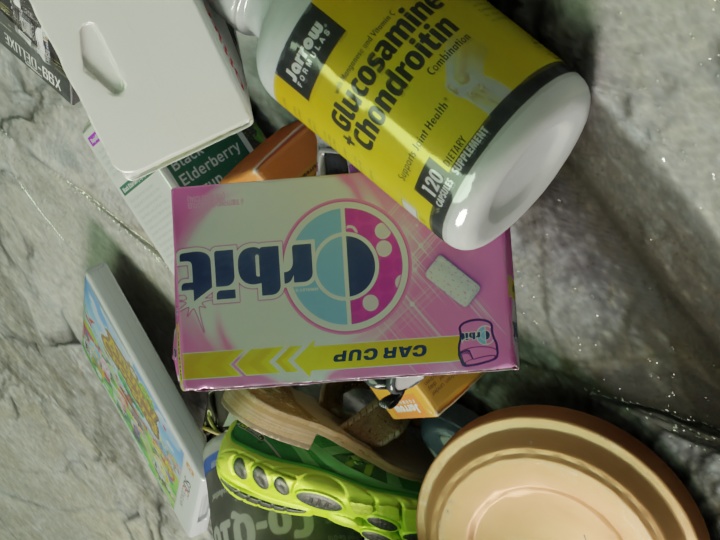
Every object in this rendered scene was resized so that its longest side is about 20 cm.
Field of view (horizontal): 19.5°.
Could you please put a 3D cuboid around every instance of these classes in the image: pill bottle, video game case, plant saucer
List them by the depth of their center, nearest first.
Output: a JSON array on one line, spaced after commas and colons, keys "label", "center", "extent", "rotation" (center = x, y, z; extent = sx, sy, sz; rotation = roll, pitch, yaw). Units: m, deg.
[{"label": "pill bottle", "center": [0.016, -0.112, 1.112], "extent": [0.200, 0.112, 0.112], "rotation": [40, 153, 16]}, {"label": "plant saucer", "center": [0.125, 0.181, 1.332], "extent": [0.199, 0.032, 0.202], "rotation": [12, 120, 22]}, {"label": "pill bottle", "center": [-0.050, 0.219, 1.560], "extent": [0.114, 0.113, 0.202], "rotation": [130, 133, -64]}, {"label": "video game case", "center": [-0.177, 0.111, 1.743], "extent": [0.201, 0.022, 0.182], "rotation": [59, 162, 15]}]

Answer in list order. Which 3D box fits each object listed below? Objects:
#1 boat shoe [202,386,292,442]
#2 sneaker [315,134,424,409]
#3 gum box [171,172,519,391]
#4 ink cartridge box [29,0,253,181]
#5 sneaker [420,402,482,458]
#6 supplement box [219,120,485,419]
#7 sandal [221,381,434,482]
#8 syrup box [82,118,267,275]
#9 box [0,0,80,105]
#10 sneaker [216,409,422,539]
[{"label": "boat shoe", "center": [-0.092, 0.128, 1.662], "extent": [0.072, 0.061, 0.202], "rotation": [36, 151, 25]}, {"label": "sneaker", "center": [-0.008, -0.008, 1.253], "extent": [0.201, 0.140, 0.078], "rotation": [57, 157, -17]}, {"label": "gum box", "center": [-0.013, 0.005, 1.186], "extent": [0.066, 0.198, 0.115], "rotation": [28, -121, -82]}, {"label": "ink cartridge box", "center": [-0.131, -0.164, 1.195], "extent": [0.200, 0.084, 0.145], "rotation": [-105, -10, -61]}, {"label": "sneaker", "center": [0.098, 0.178, 1.411], "extent": [0.200, 0.082, 0.070], "rotation": [47, 156, 3]}, {"label": "supplement box", "center": [0.000, 0.000, 1.342], "extent": [0.200, 0.069, 0.066], "rotation": [51, 156, -11]}, {"label": "sandal", "center": [0.002, 0.087, 1.421], "extent": [0.211, 0.070, 0.078], "rotation": [19, -164, -45]}, {"label": "syrup box", "center": [-0.092, -0.040, 1.393], "extent": [0.201, 0.078, 0.081], "rotation": [58, 153, -4]}, {"label": "box", "center": [-0.250, -0.228, 1.438], "extent": [0.200, 0.050, 0.158], "rotation": [40, 153, 19]}, {"label": "sneaker", "center": [-0.001, 0.141, 1.496], "extent": [0.198, 0.084, 0.074], "rotation": [19, 147, -7]}]
